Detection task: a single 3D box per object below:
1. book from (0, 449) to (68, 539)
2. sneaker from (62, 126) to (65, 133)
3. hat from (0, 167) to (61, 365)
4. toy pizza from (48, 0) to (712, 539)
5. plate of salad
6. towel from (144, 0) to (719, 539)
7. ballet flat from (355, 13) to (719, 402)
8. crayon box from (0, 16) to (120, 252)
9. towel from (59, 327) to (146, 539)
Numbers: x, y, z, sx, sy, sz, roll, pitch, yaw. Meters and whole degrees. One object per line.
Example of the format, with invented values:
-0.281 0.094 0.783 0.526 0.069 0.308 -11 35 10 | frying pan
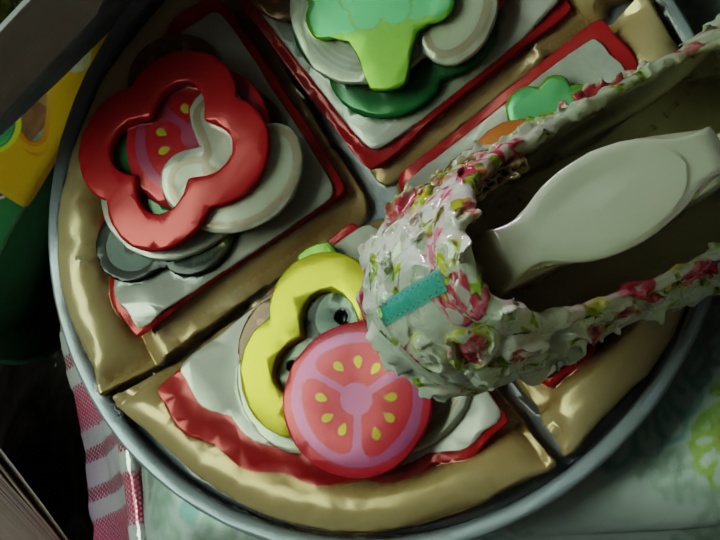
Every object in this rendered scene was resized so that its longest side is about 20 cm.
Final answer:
-0.180 0.065 1.055 0.048 0.134 0.200 -40 39 -7 | book
0.000 0.000 0.870 0.200 0.115 0.075 45 126 11 | sneaker
-0.128 -0.081 1.006 0.176 0.200 0.166 -41 69 19 | hat
0.003 -0.022 0.721 0.199 0.032 0.201 -4 75 16 | toy pizza
-0.086 -0.097 0.773 0.200 0.048 0.200 -45 5 5 | plate of salad
0.030 -0.003 0.757 0.199 0.048 0.172 -5 73 16 | towel
0.089 -0.026 0.662 0.076 0.199 0.064 57 158 4 | ballet flat
-0.134 -0.113 0.896 0.201 0.125 0.052 -59 7 9 | crayon box
-0.091 0.057 0.938 0.146 0.030 0.201 124 138 -73 | towel
